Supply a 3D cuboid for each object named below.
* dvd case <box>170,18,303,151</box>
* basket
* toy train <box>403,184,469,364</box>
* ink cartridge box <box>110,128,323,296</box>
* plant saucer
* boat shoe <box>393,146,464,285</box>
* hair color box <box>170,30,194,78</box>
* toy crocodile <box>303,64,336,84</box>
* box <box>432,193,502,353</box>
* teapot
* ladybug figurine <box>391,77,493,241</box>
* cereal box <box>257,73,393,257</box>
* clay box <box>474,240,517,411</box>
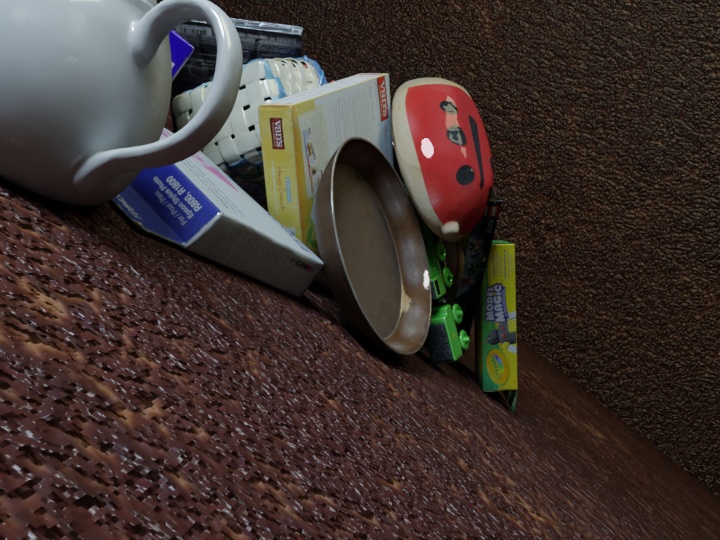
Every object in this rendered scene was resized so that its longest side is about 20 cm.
[{"bbox_3d":[-0.144,-0.206,0.918,0.146,0.016,0.201,5,-31,-5],"label":"dvd case"},{"bbox_3d":[-0.096,-0.148,0.878,0.199,0.174,0.141,-15,89,-61],"label":"basket"},{"bbox_3d":[0.072,0.004,0.868,0.056,0.041,0.203,-25,101,-61],"label":"toy train"},{"bbox_3d":[-0.144,-0.071,0.629,0.196,0.043,0.200,42,5,29],"label":"ink cartridge box"},{"bbox_3d":[0.011,-0.020,0.738,0.200,0.034,0.203,41,42,-51],"label":"plant saucer"},{"bbox_3d":[0.059,-0.076,0.932,0.070,0.070,0.203,-4,71,-42],"label":"boat shoe"},{"bbox_3d":[-0.234,-0.205,0.775,0.065,0.110,0.200,33,8,-37],"label":"hair color box"},{"bbox_3d":[-0.040,-0.204,0.983,0.198,0.063,0.067,26,-25,-29],"label":"toy crocodile"},{"bbox_3d":[0.098,-0.018,0.987,0.037,0.203,0.137,-4,29,-28],"label":"box"},{"bbox_3d":[-0.175,-0.141,0.450,0.199,0.147,0.198,36,6,-22],"label":"teapot"},{"bbox_3d":[0.091,-0.123,0.848,0.135,0.071,0.203,29,45,-46],"label":"ladybug figurine"},{"bbox_3d":[-0.025,-0.105,0.784,0.039,0.146,0.200,6,22,26],"label":"cereal box"},{"bbox_3d":[0.166,0.066,1.009,0.047,0.203,0.115,-1,4,4],"label":"clay box"}]
